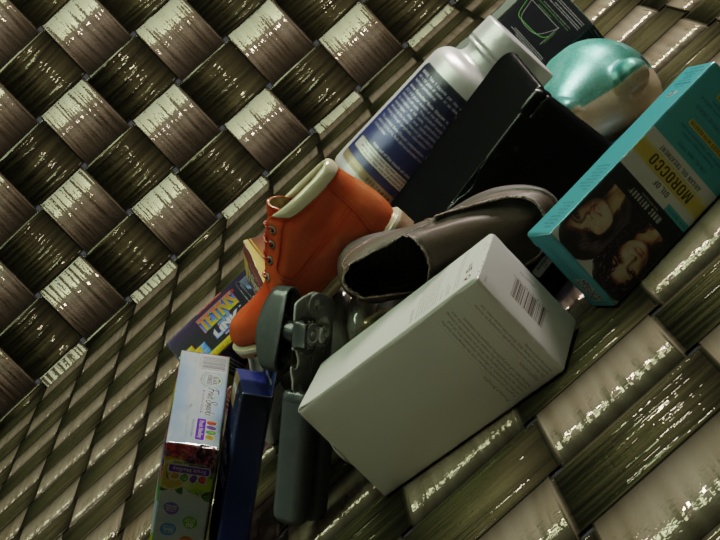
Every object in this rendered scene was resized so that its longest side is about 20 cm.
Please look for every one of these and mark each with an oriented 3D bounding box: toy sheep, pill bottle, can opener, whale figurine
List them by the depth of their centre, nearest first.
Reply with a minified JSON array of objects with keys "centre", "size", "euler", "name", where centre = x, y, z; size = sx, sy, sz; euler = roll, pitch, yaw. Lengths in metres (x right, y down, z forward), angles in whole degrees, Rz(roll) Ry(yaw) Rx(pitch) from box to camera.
[{"centre":[-0.057,0.113,1.604],"size":[0.067,0.200,0.053],"euler":[10,8,35],"name":"can opener"},{"centre":[0.005,0.072,1.677],"size":[0.200,0.138,0.138],"euler":[-17,24,32],"name":"toy sheep"},{"centre":[0.080,-0.136,1.745],"size":[0.200,0.111,0.111],"euler":[-46,10,11],"name":"pill bottle"},{"centre":[0.205,-0.164,1.815],"size":[0.159,0.104,0.200],"euler":[-39,-9,33],"name":"whale figurine"}]

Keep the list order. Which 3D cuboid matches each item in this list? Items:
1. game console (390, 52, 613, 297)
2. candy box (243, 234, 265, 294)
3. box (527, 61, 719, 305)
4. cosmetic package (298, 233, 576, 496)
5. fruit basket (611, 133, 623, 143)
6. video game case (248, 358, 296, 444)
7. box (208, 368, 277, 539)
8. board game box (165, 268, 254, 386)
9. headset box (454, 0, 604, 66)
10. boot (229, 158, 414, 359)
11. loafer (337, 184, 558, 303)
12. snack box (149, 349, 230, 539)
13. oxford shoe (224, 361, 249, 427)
[{"centre":[0.126,-0.061,1.621],"size":[0.200,0.176,0.116],"euler":[-54,-9,15],"name":"game console"},{"centre":[0.000,0.000,1.796],"size":[0.200,0.056,0.117],"euler":[-14,47,-13],"name":"candy box"},{"centre":[0.233,-0.069,1.504],"size":[0.200,0.082,0.049],"euler":[-46,11,-12],"name":"box"},{"centre":[0.061,0.077,1.507],"size":[0.200,0.108,0.085],"euler":[-36,14,28],"name":"cosmetic package"},{"centre":[0.168,-0.066,1.719],"size":[0.185,0.094,0.200],"euler":[-39,8,25],"name":"fruit basket"},{"centre":[-0.052,0.054,1.953],"size":[0.200,0.023,0.182],"euler":[-50,-28,-35],"name":"video game case"},{"centre":[-0.106,0.164,1.690],"size":[0.121,0.032,0.200],"euler":[-133,53,-80],"name":"box"},{"centre":[-0.108,0.063,2.086],"size":[0.165,0.057,0.200],"euler":[-42,-21,2],"name":"board game box"},{"centre":[0.168,-0.188,1.974],"size":[0.200,0.093,0.174],"euler":[-43,-27,9],"name":"headset box"},{"centre":[-0.060,-0.011,1.636],"size":[0.200,0.107,0.075],"euler":[-43,18,19],"name":"boot"},{"centre":[0.071,-0.011,1.539],"size":[0.200,0.073,0.071],"euler":[-20,9,17],"name":"loafer"},{"centre":[-0.157,0.178,1.725],"size":[0.200,0.053,0.142],"euler":[-92,10,-69],"name":"snack box"},{"centre":[-0.104,0.130,2.037],"size":[0.200,0.070,0.075],"euler":[-41,-12,-35],"name":"oxford shoe"}]
